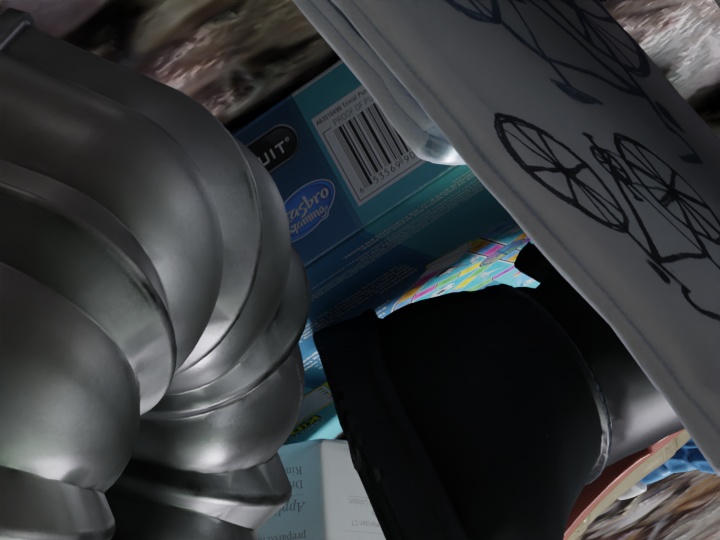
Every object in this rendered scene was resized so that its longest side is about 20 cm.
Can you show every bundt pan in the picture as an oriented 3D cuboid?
[{"bbox_3d":[-0.070,0.047,0.652,0.202,0.075,0.203,14,90,-74],"label":"bundt pan"}]

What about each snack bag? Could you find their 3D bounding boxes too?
[{"bbox_3d":[0.057,-0.023,0.651,0.021,0.200,0.188,-46,159,17],"label":"snack bag"}]

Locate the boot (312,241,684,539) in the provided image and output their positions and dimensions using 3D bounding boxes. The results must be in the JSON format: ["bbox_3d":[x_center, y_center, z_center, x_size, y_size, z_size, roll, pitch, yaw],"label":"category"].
[{"bbox_3d":[0.075,0.027,0.757,0.162,0.074,0.198,-20,-166,-1],"label":"boot"}]

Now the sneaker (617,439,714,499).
[{"bbox_3d":[0.119,0.031,1.028,0.199,0.075,0.087,-2,-148,42],"label":"sneaker"}]

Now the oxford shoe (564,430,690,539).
[{"bbox_3d":[0.061,0.061,0.944,0.200,0.071,0.075,-34,167,19],"label":"oxford shoe"}]

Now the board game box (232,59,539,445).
[{"bbox_3d":[0.000,0.000,0.871,0.151,0.047,0.200,-33,162,14],"label":"board game box"}]

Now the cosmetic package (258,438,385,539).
[{"bbox_3d":[-0.026,0.158,0.874,0.112,0.201,0.081,-10,169,35],"label":"cosmetic package"}]

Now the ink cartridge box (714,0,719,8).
[{"bbox_3d":[0.164,-0.069,0.657,0.144,0.200,0.084,-32,-173,12],"label":"ink cartridge box"}]
